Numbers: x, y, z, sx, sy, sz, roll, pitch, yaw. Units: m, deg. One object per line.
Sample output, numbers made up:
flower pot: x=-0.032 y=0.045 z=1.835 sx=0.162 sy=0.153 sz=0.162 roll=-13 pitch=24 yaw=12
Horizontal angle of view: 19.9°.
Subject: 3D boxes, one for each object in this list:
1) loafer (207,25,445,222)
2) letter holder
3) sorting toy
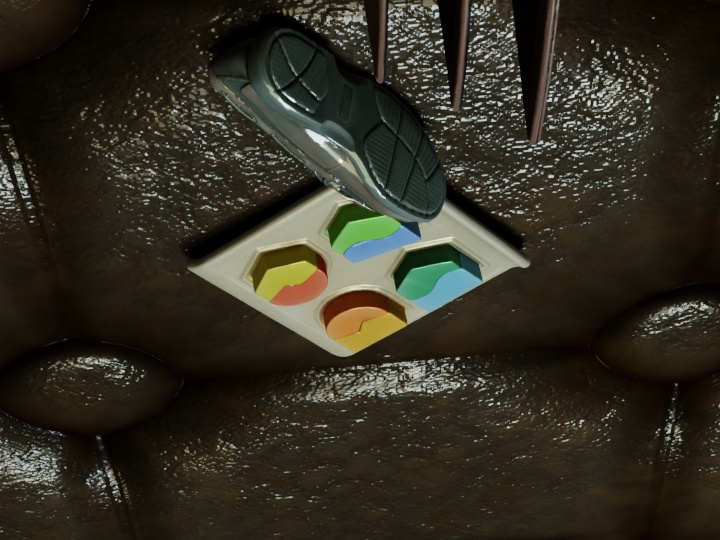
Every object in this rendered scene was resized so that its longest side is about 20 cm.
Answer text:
loafer: x=-0.020 y=-0.096 z=1.362 sx=0.063 sy=0.072 sz=0.200 roll=-6 pitch=147 yaw=40
letter holder: x=0.056 y=-0.173 z=1.166 sx=0.100 sy=0.143 sz=0.200 roll=-4 pitch=148 yaw=-3
sorting toy: x=0.000 y=0.000 z=1.529 sx=0.199 sy=0.037 sz=0.185 roll=-25 pitch=143 yaw=29
